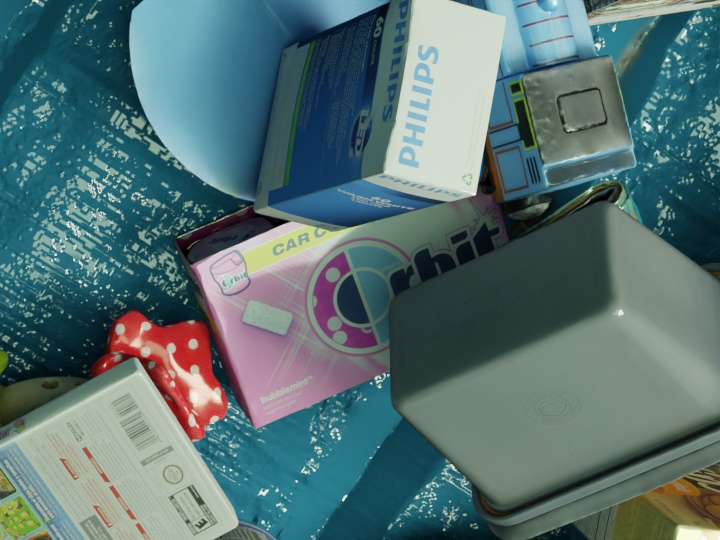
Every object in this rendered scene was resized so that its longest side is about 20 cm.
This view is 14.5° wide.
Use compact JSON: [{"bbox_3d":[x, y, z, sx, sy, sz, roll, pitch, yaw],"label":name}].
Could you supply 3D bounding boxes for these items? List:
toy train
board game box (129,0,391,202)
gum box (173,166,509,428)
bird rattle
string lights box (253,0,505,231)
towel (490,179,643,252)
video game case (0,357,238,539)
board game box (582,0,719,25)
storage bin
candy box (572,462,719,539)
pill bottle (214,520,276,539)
[{"bbox_3d":[0.089,-0.132,1.654,0.086,0.114,0.202,-13,89,-32],"label":"toy train"},{"bbox_3d":[-0.045,-0.140,1.700,0.200,0.039,0.158,-42,110,-7],"label":"board game box"},{"bbox_3d":[0.000,0.000,1.734,0.199,0.066,0.114,-23,109,-8],"label":"gum box"},{"bbox_3d":[-0.179,0.103,1.712,0.198,0.113,0.164,-9,127,-12],"label":"bird rattle"},{"bbox_3d":[0.007,-0.086,1.588,0.059,0.200,0.104,14,80,-21],"label":"string lights box"},{"bbox_3d":[0.125,0.040,1.748,0.146,0.022,0.200,-32,140,-4],"label":"towel"},{"bbox_3d":[-0.188,0.147,1.660,0.199,0.018,0.144,-28,130,1],"label":"video game case"},{"bbox_3d":[0.203,-0.209,1.655,0.158,0.200,0.098,-9,90,-12],"label":"board game box"},{"bbox_3d":[0.116,0.041,1.617,0.199,0.146,0.134,-24,137,28],"label":"storage bin"},{"bbox_3d":[0.210,0.161,1.754,0.115,0.200,0.056,9,99,-15],"label":"candy box"},{"bbox_3d":[-0.071,0.232,1.704,0.113,0.200,0.115,-3,104,-13],"label":"pill bottle"}]
